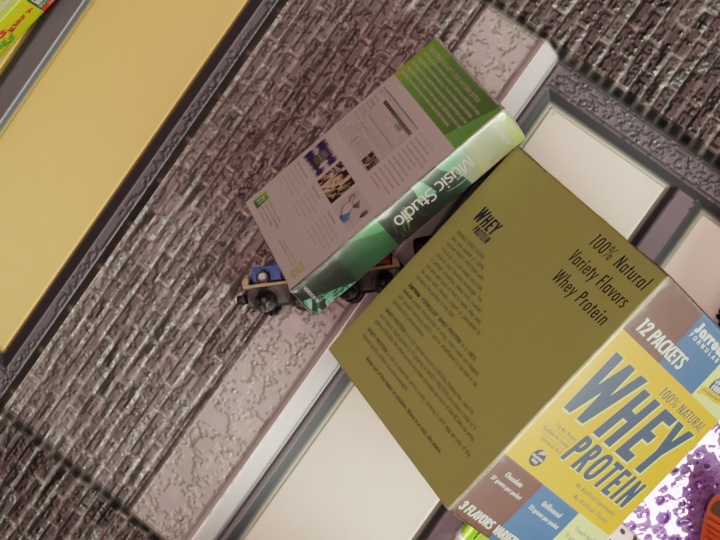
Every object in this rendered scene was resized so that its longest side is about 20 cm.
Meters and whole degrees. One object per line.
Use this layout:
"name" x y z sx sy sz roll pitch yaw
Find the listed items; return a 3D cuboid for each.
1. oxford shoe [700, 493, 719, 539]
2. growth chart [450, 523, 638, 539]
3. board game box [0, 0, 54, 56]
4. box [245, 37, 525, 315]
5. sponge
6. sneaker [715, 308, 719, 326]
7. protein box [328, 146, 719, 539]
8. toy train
"oxford shoe" 0.288 0.231 1.050 0.073 0.071 0.201 -25 112 -16
"growth chart" 0.177 0.216 1.137 0.200 0.018 0.145 38 93 10
"board game box" -0.347 -0.268 1.254 0.102 0.048 0.200 -44 80 5
"box" 0.014 -0.073 1.133 0.200 0.145 0.036 -41 124 7
"sponge" 0.266 0.180 1.078 0.200 0.030 0.112 43 96 -14
"sneaker" 0.274 0.094 1.102 0.090 0.066 0.201 27 89 14
"protein box" 0.122 0.063 1.052 0.200 0.135 0.199 -47 38 5
"toy train" 0.000 0.000 1.177 0.198 0.034 0.046 -9 81 10
